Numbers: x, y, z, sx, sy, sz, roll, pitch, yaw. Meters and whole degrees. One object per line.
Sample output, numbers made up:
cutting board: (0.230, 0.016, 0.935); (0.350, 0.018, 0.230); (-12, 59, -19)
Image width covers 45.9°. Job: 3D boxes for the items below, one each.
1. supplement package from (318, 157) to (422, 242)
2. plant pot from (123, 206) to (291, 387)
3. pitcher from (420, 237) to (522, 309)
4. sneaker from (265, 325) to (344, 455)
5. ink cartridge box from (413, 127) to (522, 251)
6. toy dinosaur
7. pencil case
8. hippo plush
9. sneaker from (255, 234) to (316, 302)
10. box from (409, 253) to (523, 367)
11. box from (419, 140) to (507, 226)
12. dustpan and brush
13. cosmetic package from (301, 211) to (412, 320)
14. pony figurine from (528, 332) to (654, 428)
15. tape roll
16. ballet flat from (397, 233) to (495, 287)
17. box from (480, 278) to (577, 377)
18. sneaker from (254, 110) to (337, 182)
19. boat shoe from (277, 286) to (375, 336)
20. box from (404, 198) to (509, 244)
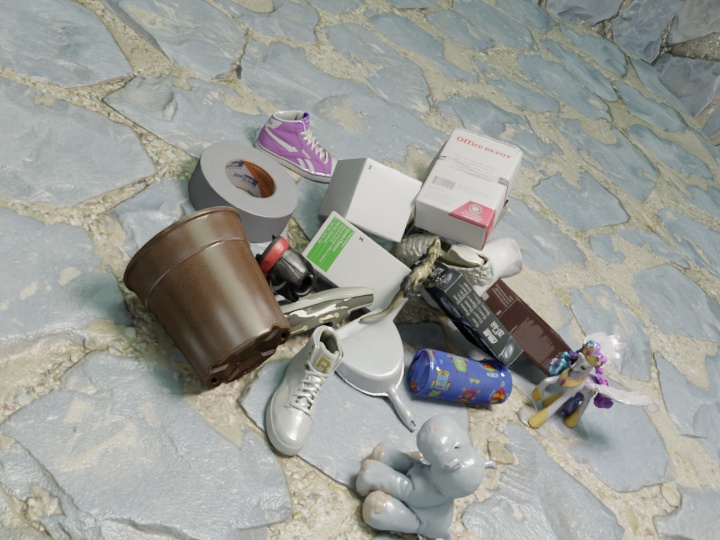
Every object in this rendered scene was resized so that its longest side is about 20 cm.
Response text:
supplement package: (0.013, -0.135, 1.616); (0.120, 0.122, 0.200); (22, -1, -17)
plant pot: (-0.213, 0.048, 1.244); (0.199, 0.200, 0.200); (-16, 67, -49)
pitcher: (0.200, 0.005, 1.703); (0.198, 0.171, 0.123); (-22, 94, -32)
sneaker: (-0.080, 0.168, 1.269); (0.073, 0.116, 0.202); (27, 37, -14)
ink cartridge box: (0.202, -0.155, 1.590); (0.143, 0.085, 0.202); (21, 59, 14)
toy dinosaur: (0.090, 0.024, 1.433); (0.200, 0.088, 0.048); (-44, 109, -20)
pencil case: (0.175, 0.185, 1.495); (0.197, 0.078, 0.088); (11, 48, -31)
hippo plush: (0.095, 0.302, 1.218); (0.157, 0.162, 0.202); (4, 45, -37)
sneaker: (-0.120, 0.013, 1.377); (0.097, 0.201, 0.071); (39, 75, 4)
box: (0.187, 0.069, 1.522); (0.200, 0.043, 0.160); (49, -6, -24)
box: (0.229, -0.171, 1.916); (0.107, 0.129, 0.202); (13, 41, -28)
dustpan and brush: (0.038, 0.175, 1.415); (0.138, 0.058, 0.201); (-25, 63, -30)
cosmetic package: (0.000, 0.000, 1.521); (0.199, 0.108, 0.085); (35, -7, 3)
pony figurine: (0.418, 0.208, 1.567); (0.190, 0.201, 0.168); (7, 42, -34)
tape roll: (-0.214, -0.146, 1.567); (0.197, 0.066, 0.202); (22, 38, -18)
ballet flat: (0.161, -0.033, 1.580); (0.197, 0.073, 0.072); (20, 31, 19)
box: (0.321, 0.115, 1.639); (0.199, 0.075, 0.100); (39, 11, -25)
sneaker: (-0.106, -0.259, 1.749); (0.198, 0.115, 0.073); (20, 35, -23)
boat shoe: (-0.062, 0.068, 1.418); (0.199, 0.072, 0.062); (-12, 98, -30)
box: (0.196, -0.115, 1.757); (0.135, 0.201, 0.040); (25, 38, -15)
